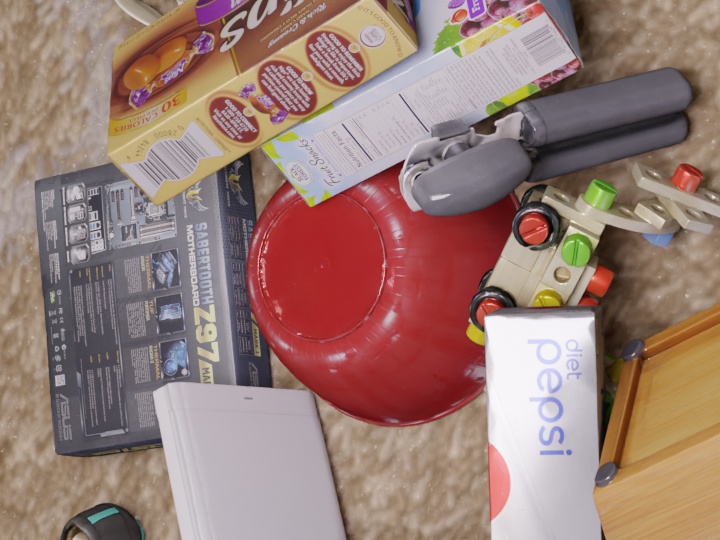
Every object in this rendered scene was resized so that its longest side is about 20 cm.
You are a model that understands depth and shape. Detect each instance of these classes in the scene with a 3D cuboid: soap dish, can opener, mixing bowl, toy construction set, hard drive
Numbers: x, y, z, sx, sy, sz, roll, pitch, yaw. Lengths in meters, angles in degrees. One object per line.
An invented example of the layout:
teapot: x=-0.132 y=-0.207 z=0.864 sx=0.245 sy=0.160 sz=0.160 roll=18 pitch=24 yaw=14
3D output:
soap dish: x=0.224 y=0.077 z=1.335 sx=0.200 sy=0.158 sz=0.081 roll=-31 pitch=115 yaw=36
can opener: x=0.118 y=-0.069 z=1.431 sx=0.067 sy=0.199 sz=0.054 roll=-124 pitch=26 yaw=-44
mixing bowl: x=0.000 y=0.000 z=1.536 sx=0.199 sy=0.108 sz=0.202 roll=-3 pitch=84 yaw=30
toy construction set: x=0.141 y=0.018 z=1.453 sx=0.131 sy=0.092 sz=0.201 roll=26 pitch=99 yaw=1
hard drive: x=-0.061 y=0.173 z=1.531 sx=0.026 sy=0.131 sz=0.201 roll=-29 pitch=65 yaw=38

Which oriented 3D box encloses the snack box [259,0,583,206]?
snack box: x=0.031 y=-0.153 z=1.495 sx=0.199 sy=0.068 sz=0.169 roll=-28 pitch=38 yaw=18

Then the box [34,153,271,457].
box: x=-0.145 y=0.022 z=1.649 sx=0.157 sy=0.051 sz=0.201 roll=-12 pitch=80 yaw=29

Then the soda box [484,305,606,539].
soda box: x=0.111 y=0.122 z=1.391 sx=0.068 sy=0.063 sz=0.201 roll=-1 pitch=93 yaw=10

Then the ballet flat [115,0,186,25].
ballet flat: x=-0.117 y=-0.196 z=1.646 sx=0.199 sy=0.069 sz=0.072 roll=19 pitch=113 yaw=30

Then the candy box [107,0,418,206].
candy box: x=-0.062 y=-0.136 z=1.457 sx=0.199 sy=0.056 sz=0.117 roll=-30 pitch=36 yaw=22

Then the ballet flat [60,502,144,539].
ballet flat: x=-0.217 y=0.254 z=1.663 sx=0.068 sy=0.068 sz=0.201 roll=24 pitch=98 yaw=28
